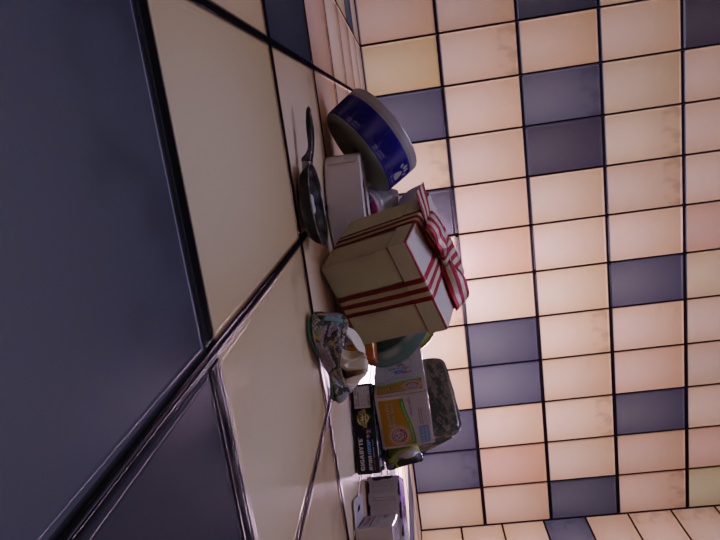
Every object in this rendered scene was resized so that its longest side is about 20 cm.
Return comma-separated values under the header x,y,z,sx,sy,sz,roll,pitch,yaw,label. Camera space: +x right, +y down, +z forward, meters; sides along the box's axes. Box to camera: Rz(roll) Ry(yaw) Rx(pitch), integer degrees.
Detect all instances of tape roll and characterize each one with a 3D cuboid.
x,y,z,sx,sy,sz,roll,pitch,yaw,label
-0.020,-0.126,1.181,0.202,0.069,0.207,-7,90,-84,tape roll

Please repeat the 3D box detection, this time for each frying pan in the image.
x,y,z,sx,sy,sz,roll,pitch,yaw,label
-0.072,-0.127,0.830,0.115,0.030,0.194,-76,155,-76,frying pan

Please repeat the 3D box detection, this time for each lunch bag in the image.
x,y,z,sx,sy,sz,roll,pitch,yaw,label
0.146,0.340,1.476,0.169,0.136,0.203,115,-35,-55,lunch bag

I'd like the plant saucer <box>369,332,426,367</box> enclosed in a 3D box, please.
x,y,z,sx,sy,sz,roll,pitch,yaw,label
0.046,0.079,1.127,0.027,0.198,0.204,27,50,-46,plant saucer

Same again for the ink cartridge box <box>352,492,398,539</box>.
x,y,z,sx,sy,sz,roll,pitch,yaw,label
0.034,0.486,1.013,0.116,0.065,0.205,58,26,-76,ink cartridge box

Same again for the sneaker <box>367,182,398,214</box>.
x,y,z,sx,sy,sz,roll,pitch,yaw,label
0.022,-0.172,1.367,0.200,0.087,0.083,44,-37,52,sneaker

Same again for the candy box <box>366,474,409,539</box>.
x,y,z,sx,sy,sz,roll,pitch,yaw,label
0.062,0.534,1.235,0.168,0.070,0.204,71,13,-68,candy box

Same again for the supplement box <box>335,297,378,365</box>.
x,y,z,sx,sy,sz,roll,pitch,yaw,label
-0.010,0.067,1.082,0.067,0.067,0.204,66,19,-73,supplement box

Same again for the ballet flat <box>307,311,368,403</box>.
x,y,z,sx,sy,sz,roll,pitch,yaw,label
-0.023,0.128,0.843,0.202,0.070,0.073,78,8,-50,ballet flat

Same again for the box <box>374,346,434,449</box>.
x,y,z,sx,sy,sz,roll,pitch,yaw,label
0.084,0.248,1.188,0.200,0.099,0.115,-81,162,-75,box

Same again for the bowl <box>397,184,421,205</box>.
x,y,z,sx,sy,sz,roll,pitch,yaw,label
0.130,-0.064,1.333,0.200,0.073,0.204,53,26,-66,bowl

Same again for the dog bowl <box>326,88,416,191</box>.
x,y,z,sx,sy,sz,roll,pitch,yaw,label
0.021,-0.263,1.224,0.201,0.079,0.200,48,-8,8,dog bowl

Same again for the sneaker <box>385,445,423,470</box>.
x,y,z,sx,sy,sz,roll,pitch,yaw,label
0.077,0.347,1.203,0.200,0.074,0.078,121,-43,-80,sneaker

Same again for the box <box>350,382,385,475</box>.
x,y,z,sx,sy,sz,roll,pitch,yaw,label
0.019,0.312,1.184,0.200,0.045,0.162,66,18,-74,box

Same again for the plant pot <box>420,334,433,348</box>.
x,y,z,sx,sy,sz,roll,pitch,yaw,label
0.068,0.097,1.355,0.184,0.196,0.205,11,71,-73,plant pot

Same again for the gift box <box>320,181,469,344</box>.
x,y,z,sx,sy,sz,roll,pitch,yaw,label
0.069,-0.017,0.989,0.186,0.184,0.201,58,34,-27,gift box
